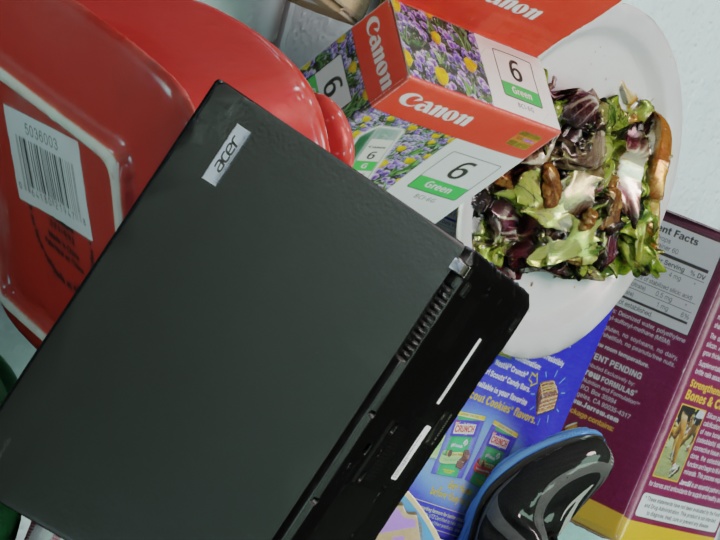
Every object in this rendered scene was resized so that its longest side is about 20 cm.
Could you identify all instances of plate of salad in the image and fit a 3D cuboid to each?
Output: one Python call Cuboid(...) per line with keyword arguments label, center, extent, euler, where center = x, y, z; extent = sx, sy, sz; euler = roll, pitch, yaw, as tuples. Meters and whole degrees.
Cuboid(label="plate of salad", center=(0.123, -0.045, 1.282), extent=(0.200, 0.048, 0.200), euler=(-26, 127, -41))

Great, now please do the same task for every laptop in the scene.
Cuboid(label="laptop", center=(-0.036, 0.044, 0.949), extent=(0.177, 0.103, 0.200), euler=(-56, 163, 1))

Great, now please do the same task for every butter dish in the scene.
Cuboid(label="butter dish", center=(-0.070, -0.038, 1.020), extent=(0.148, 0.200, 0.200), euler=(-21, 126, -28))

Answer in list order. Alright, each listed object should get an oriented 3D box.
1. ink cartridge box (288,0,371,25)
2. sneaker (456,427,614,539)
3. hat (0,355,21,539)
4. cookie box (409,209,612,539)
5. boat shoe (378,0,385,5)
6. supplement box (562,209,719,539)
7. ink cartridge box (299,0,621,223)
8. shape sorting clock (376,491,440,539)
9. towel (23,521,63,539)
Cuboid(label="ink cartridge box", center=(-0.040, -0.228, 1.078), extent=(0.200, 0.075, 0.165), euler=(30, 86, -54))
Cuboid(label="sneaker", center=(0.083, 0.177, 1.324), extent=(0.200, 0.083, 0.071), euler=(-55, 144, -3))
Cuboid(label="hat", center=(-0.161, 0.121, 1.027), extent=(0.166, 0.176, 0.200), euler=(-57, 143, -13))
Cuboid(label="cookie box", center=(0.056, 0.047, 1.349), extent=(0.171, 0.075, 0.200), euler=(25, 89, -54))
Cuboid(label="boat shoe", center=(0.051, -0.146, 1.240), extent=(0.068, 0.072, 0.200), euler=(7, 103, -54))
Cuboid(label="supplement box", center=(0.189, 0.069, 1.506), extent=(0.131, 0.103, 0.200), euler=(20, 93, -54))
Cuboid(label="ink cartridge box", center=(0.034, -0.081, 1.155), extent=(0.109, 0.050, 0.200), euler=(16, 141, -41))
Cuboid(label="shape sorting clock", center=(-0.048, 0.179, 1.201), extent=(0.200, 0.039, 0.200), euler=(0, 90, -10))
Cuboid(label="towel", center=(-0.136, 0.198, 1.094), extent=(0.146, 0.030, 0.200), euler=(-81, 173, -64))
